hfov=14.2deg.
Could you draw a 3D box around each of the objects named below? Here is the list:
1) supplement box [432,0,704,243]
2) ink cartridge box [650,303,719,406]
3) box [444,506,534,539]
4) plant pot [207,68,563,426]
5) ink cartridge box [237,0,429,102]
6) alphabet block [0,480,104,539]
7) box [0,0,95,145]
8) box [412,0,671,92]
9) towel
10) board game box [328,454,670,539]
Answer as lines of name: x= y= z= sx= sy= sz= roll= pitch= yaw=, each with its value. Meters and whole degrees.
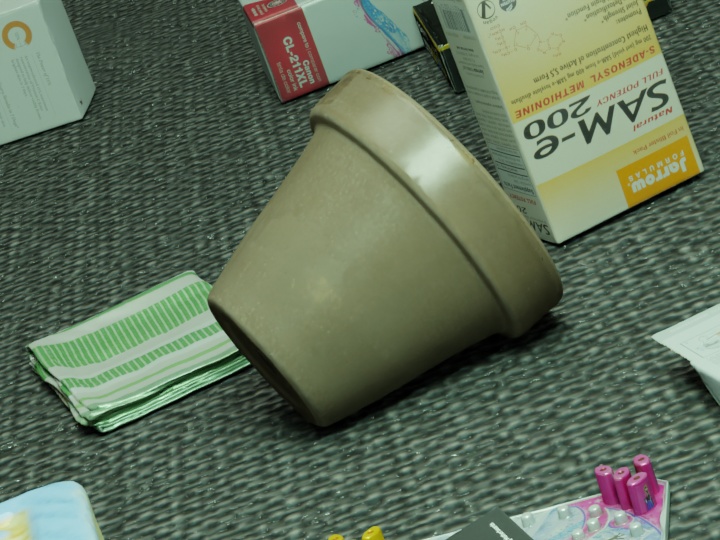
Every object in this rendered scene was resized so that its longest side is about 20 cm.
supplement box: x=0.142 y=-0.136 z=2.002 sx=0.126 sy=0.200 sz=0.074 roll=-27 pitch=16 yaw=-14
ink cartridge box: x=0.274 y=0.043 z=1.627 sx=0.162 sy=0.057 sz=0.200 roll=-24 pitch=11 yaw=-9
box: x=0.049 y=0.204 z=1.347 sx=0.157 sy=0.050 sz=0.200 roll=-28 pitch=28 yaw=-12
plant pot: x=0.000 y=0.000 z=1.832 sx=0.175 sy=0.200 sz=0.200 roll=-42 pitch=23 yaw=-9
ink cartridge box: x=-0.001 y=-0.239 z=2.615 sx=0.199 sy=0.083 sz=0.146 roll=-21 pitch=18 yaw=-2
alphabet block: x=-0.172 y=0.242 z=1.289 sx=0.196 sy=0.200 sz=0.195 roll=-21 pitch=18 yaw=-3
box: x=-0.375 y=-0.187 z=2.796 sx=0.199 sy=0.125 sz=0.098 roll=-17 pitch=19 yaw=9
box: x=0.153 y=-0.224 z=2.472 sx=0.199 sy=0.049 sz=0.160 roll=-21 pitch=21 yaw=0
towel: x=-0.152 y=0.055 z=2.056 sx=0.152 sy=0.023 sz=0.200 roll=-24 pitch=19 yaw=-13
board game box: x=0.061 y=0.171 z=1.512 sx=0.199 sy=0.026 sz=0.200 roll=-16 pitch=19 yaw=14
